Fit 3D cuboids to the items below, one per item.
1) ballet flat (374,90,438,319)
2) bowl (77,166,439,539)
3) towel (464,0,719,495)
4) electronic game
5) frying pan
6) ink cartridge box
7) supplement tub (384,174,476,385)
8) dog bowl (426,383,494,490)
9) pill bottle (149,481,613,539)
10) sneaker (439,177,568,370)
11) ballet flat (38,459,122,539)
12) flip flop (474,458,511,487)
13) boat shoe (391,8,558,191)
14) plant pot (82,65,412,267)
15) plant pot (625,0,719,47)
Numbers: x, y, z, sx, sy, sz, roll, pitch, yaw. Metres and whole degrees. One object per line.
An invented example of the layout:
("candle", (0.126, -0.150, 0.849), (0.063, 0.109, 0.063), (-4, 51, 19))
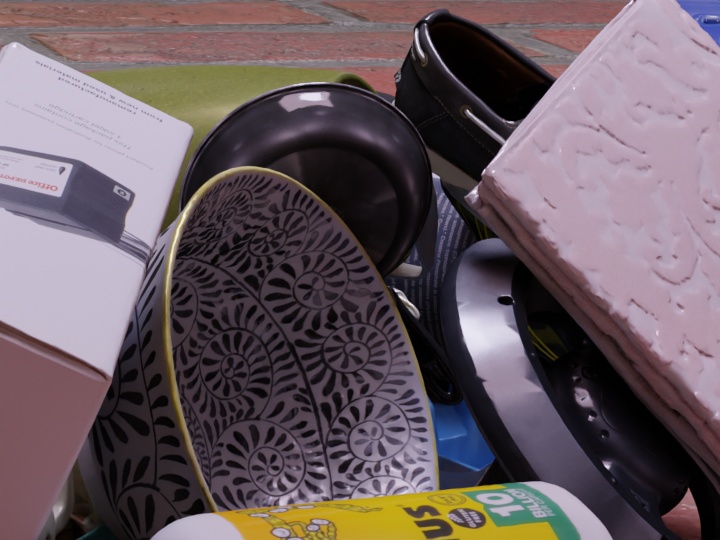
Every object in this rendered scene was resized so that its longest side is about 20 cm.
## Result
("ballet flat", (-0.001, 0.003, 1.361), (0.068, 0.201, 0.068), (26, 39, 15))
("bowl", (-0.057, 0.066, 1.113), (0.094, 0.202, 0.201), (-18, 3, 27))
("towel", (0.153, -0.010, 1.167), (0.032, 0.200, 0.191), (-39, 5, 44))
("electronic game", (0.106, 0.070, 1.128), (0.042, 0.200, 0.200), (-40, -5, 24))
("frying pan", (-0.017, 0.003, 1.193), (0.114, 0.191, 0.031), (-14, 33, -5))
("ink cartridge box", (-0.134, 0.030, 0.951), (0.083, 0.145, 0.200), (24, 26, -7))
("supplement tub", (0.093, 0.001, 1.447), (0.199, 0.141, 0.140), (11, 15, 33))
("dog bowl", (0.039, 0.077, 1.309), (0.199, 0.050, 0.112), (1, 13, -8))
("pill bottle", (-0.015, 0.135, 0.909), (0.199, 0.113, 0.113), (-3, 14, -25))
("sneaker", (0.086, 0.001, 1.311), (0.074, 0.085, 0.200), (0, 25, -22))
("ballet flat", (-0.132, 0.105, 1.108), (0.067, 0.071, 0.200), (8, 14, 14))
("flip flop", (0.074, 0.112, 1.137), (0.057, 0.081, 0.200), (32, 12, -3))
("boat shoe", (0.099, -0.053, 1.246), (0.200, 0.068, 0.072), (33, 33, 24))
("plant pot", (-0.081, -0.021, 1.272), (0.199, 0.188, 0.187), (-15, 5, 24))
("plant pot", (0.245, -0.039, 1.553), (0.199, 0.201, 0.180), (3, 20, 1))
